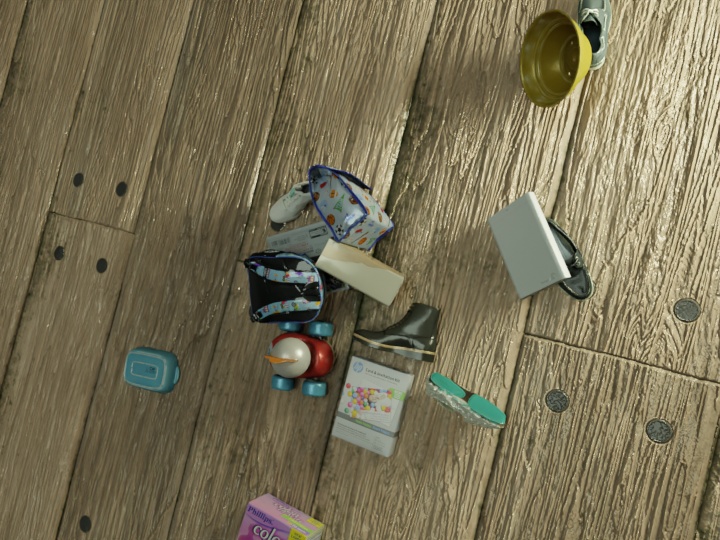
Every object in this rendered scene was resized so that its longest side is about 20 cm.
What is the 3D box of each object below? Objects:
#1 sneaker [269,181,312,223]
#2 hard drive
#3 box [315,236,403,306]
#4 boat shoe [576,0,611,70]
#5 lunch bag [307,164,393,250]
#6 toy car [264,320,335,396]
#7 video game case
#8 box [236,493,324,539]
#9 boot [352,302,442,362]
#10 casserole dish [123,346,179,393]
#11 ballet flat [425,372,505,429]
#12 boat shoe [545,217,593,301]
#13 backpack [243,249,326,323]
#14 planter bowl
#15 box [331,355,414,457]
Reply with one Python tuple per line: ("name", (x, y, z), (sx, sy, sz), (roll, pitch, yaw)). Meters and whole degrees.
("sneaker", (-0.169, -0.193, 1.465), (0.200, 0.088, 0.075), (-28, 75, 17))
("hard drive", (0.365, -0.052, 1.224), (0.132, 0.026, 0.201), (-37, 66, 51))
("box", (0.000, 0.000, 1.331), (0.200, 0.095, 0.078), (29, 97, -1))
("boat shoe", (0.519, -0.553, 1.239), (0.073, 0.062, 0.201), (1, 84, 23))
("lunch bag", (-0.031, -0.165, 1.360), (0.124, 0.170, 0.200), (-42, 67, 14))
("toy car", (-0.175, 0.208, 1.355), (0.176, 0.200, 0.185), (5, 85, 23))
("video game case", (-0.135, -0.021, 1.430), (0.199, 0.023, 0.182), (-13, 94, 25))
("box", (-0.210, 0.688, 1.363), (0.175, 0.097, 0.201), (19, 90, 24))
("boot", (0.091, 0.130, 1.330), (0.199, 0.077, 0.139), (12, 84, 10))
("casserole dish", (-0.615, 0.289, 1.617), (0.199, 0.039, 0.122), (6, 86, 22))
("ballet flat", (0.233, 0.302, 1.255), (0.200, 0.072, 0.072), (31, 96, 25))
("boat shoe", (0.438, -0.028, 1.202), (0.074, 0.066, 0.200), (-23, 75, 17))
("backpack", (-0.168, 0.038, 1.369), (0.199, 0.134, 0.183), (-1, 100, 25))
("planter bowl", (0.444, -0.464, 1.225), (0.083, 0.200, 0.201), (-9, 77, -19))
("box", (0.029, 0.324, 1.342), (0.155, 0.041, 0.201), (15, 88, 23))
